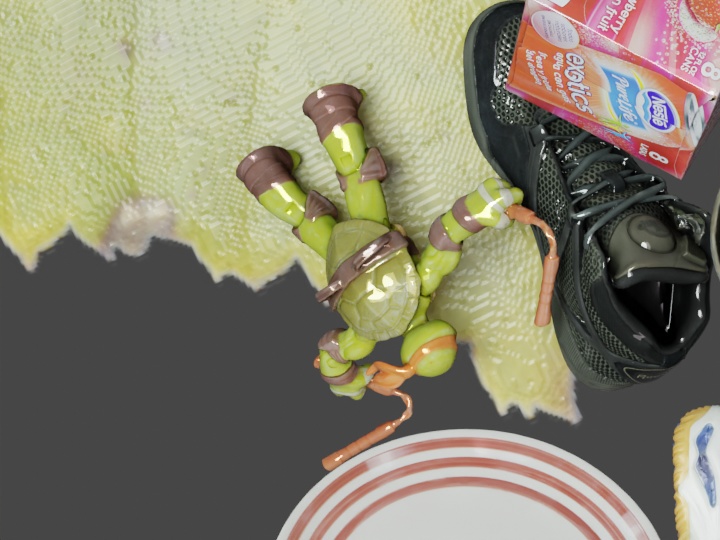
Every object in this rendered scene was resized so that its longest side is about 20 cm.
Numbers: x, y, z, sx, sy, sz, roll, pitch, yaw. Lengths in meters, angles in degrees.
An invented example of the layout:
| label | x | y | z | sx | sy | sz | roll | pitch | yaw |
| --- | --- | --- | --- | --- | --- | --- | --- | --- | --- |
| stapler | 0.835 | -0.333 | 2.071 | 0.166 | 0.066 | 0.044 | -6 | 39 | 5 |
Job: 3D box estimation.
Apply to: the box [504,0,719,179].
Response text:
| label | x | y | z | sx | sy | sz | roll | pitch | yaw |
| --- | --- | --- | --- | --- | --- | --- | --- | --- | --- |
| box | 0.159 | -0.157 | 1.132 | 0.100 | 0.096 | 0.200 | 28 | 69 | 9 |

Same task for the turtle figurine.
| label | x | y | z | sx | sy | sz | roll | pitch | yaw |
| --- | --- | --- | --- | --- | --- | --- | --- | --- | --- |
| turtle figurine | 0.000 | 0.000 | 1.203 | 0.161 | 0.064 | 0.200 | 57 | 131 | 19 |

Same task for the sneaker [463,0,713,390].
| label | x | y | z | sx | sy | sz | roll | pitch | yaw |
| --- | --- | --- | --- | --- | --- | --- | --- | --- | --- |
| sneaker | 0.116 | -0.043 | 1.164 | 0.076 | 0.114 | 0.200 | -17 | 88 | -20 |

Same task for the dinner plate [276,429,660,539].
| label | x | y | z | sx | sy | sz | roll | pitch | yaw |
| --- | --- | --- | --- | --- | --- | --- | --- | --- | --- |
| dinner plate | 0.053 | 0.162 | 1.178 | 0.200 | 0.024 | 0.200 | 0 | 47 | 0 |

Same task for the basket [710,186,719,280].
| label | x | y | z | sx | sy | sz | roll | pitch | yaw |
| --- | --- | --- | --- | --- | --- | --- | --- | --- | --- |
| basket | 0.258 | 0.005 | 1.086 | 0.180 | 0.200 | 0.136 | -22 | 63 | 7 |

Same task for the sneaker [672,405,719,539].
| label | x | y | z | sx | sy | sz | roll | pitch | yaw |
| --- | --- | --- | --- | --- | --- | --- | --- | --- | --- |
| sneaker | 0.200 | 0.165 | 1.177 | 0.088 | 0.075 | 0.201 | -3 | 91 | 10 |
